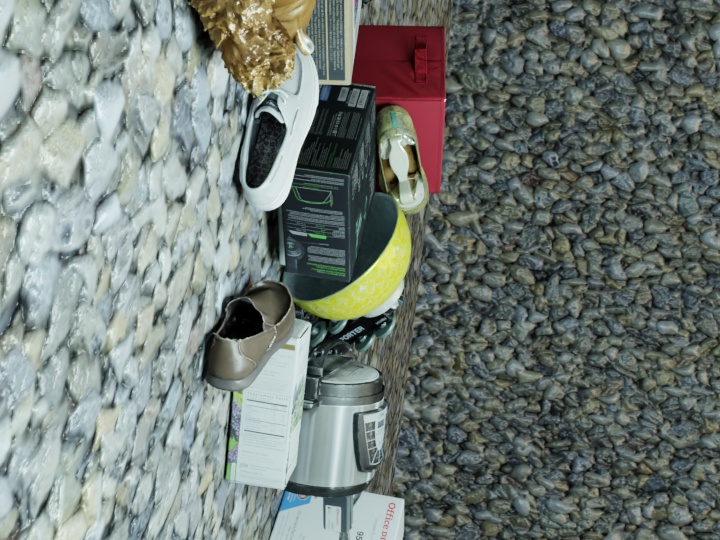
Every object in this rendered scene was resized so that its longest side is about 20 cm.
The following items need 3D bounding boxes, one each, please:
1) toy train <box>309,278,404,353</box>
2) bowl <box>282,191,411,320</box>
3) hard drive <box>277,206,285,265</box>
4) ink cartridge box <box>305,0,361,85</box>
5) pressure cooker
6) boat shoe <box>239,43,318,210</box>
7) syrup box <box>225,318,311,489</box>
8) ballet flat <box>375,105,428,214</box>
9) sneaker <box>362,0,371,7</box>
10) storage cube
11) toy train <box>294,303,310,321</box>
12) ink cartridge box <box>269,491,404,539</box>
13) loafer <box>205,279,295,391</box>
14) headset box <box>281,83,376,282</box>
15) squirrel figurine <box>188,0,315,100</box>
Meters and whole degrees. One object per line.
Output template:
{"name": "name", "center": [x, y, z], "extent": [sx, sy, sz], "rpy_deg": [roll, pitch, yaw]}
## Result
{"name": "toy train", "center": [-0.008, 0.066, 1.823], "extent": [0.199, 0.085, 0.115], "rpy_deg": [-34, -147, 41]}
{"name": "bowl", "center": [0.000, 0.000, 1.598], "extent": [0.108, 0.198, 0.202], "rpy_deg": [48, 40, -31]}
{"name": "hard drive", "center": [-0.086, -0.127, 1.558], "extent": [0.133, 0.026, 0.202], "rpy_deg": [-71, 167, -51]}
{"name": "ink cartridge box", "center": [-0.039, -0.353, 1.416], "extent": [0.202, 0.074, 0.166], "rpy_deg": [-84, 177, -45]}
{"name": "pressure cooker", "center": [-0.054, 0.196, 1.603], "extent": [0.175, 0.176, 0.204], "rpy_deg": [-157, -108, -63]}
{"name": "boat shoe", "center": [-0.099, -0.173, 1.319], "extent": [0.069, 0.071, 0.203], "rpy_deg": [59, 47, -73]}
{"name": "syrup box", "center": [-0.116, 0.164, 1.454], "extent": [0.079, 0.080, 0.204], "rpy_deg": [-58, 154, -74]}
{"name": "ballet flat", "center": [0.057, -0.133, 1.581], "extent": [0.202, 0.069, 0.071], "rpy_deg": [76, 23, -46]}
{"name": "sneaker", "center": [0.001, -0.381, 1.580], "extent": [0.084, 0.119, 0.204], "rpy_deg": [42, 57, -80]}
{"name": "storage cube", "center": [0.031, -0.234, 1.654], "extent": [0.202, 0.176, 0.173], "rpy_deg": [88, 4, -47]}
{"name": "toy train", "center": [-0.095, 0.122, 1.711], "extent": [0.046, 0.034, 0.203], "rpy_deg": [-63, 160, -54]}
{"name": "ink cartridge box", "center": [-0.036, 0.427, 1.843], "extent": [0.146, 0.196, 0.085], "rpy_deg": [-72, 168, -49]}
{"name": "loafer", "center": [-0.121, 0.061, 1.339], "extent": [0.201, 0.072, 0.072], "rpy_deg": [-68, 165, -59]}
{"name": "headset box", "center": [-0.038, -0.111, 1.492], "extent": [0.202, 0.091, 0.176], "rpy_deg": [89, 12, -47]}
{"name": "squirrel figurine", "center": [-0.095, -0.271, 1.121], "extent": [0.187, 0.140, 0.202], "rpy_deg": [105, 11, -69]}
